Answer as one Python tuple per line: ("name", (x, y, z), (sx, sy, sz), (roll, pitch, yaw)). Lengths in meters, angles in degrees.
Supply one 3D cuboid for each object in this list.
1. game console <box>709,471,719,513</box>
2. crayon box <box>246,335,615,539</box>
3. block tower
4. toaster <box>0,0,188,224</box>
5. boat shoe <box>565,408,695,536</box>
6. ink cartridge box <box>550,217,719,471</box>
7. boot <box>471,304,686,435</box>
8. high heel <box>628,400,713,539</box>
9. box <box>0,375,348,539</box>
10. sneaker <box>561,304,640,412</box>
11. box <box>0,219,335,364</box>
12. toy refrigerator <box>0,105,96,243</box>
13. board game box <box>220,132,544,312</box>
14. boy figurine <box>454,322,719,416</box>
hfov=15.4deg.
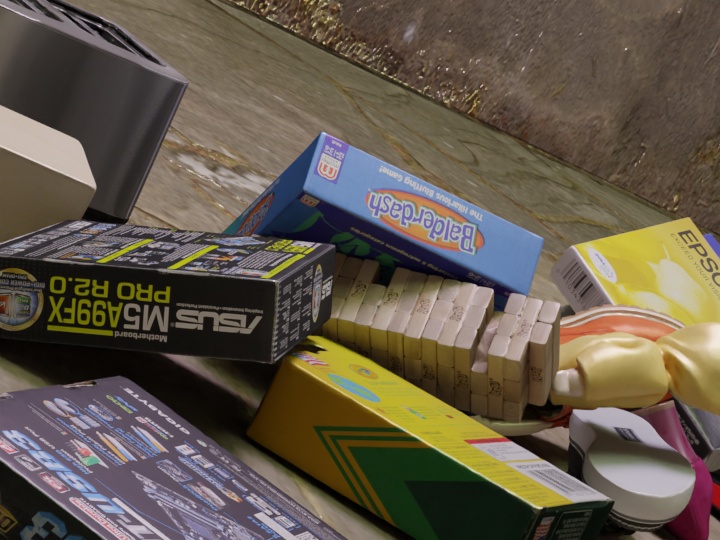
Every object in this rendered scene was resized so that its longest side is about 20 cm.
("game console", (0.345, 0.206, 1.911), (0.199, 0.031, 0.177), (22, 6, -38))
("crayon box", (0.026, 0.100, 1.446), (0.199, 0.051, 0.127), (30, 9, 22))
("block tower", (0.014, 0.033, 1.553), (0.199, 0.058, 0.054), (11, 45, 14))
("toaster", (-0.229, -0.119, 1.722), (0.180, 0.119, 0.200), (21, 11, -34))
("boat shoe", (0.162, 0.133, 1.645), (0.068, 0.057, 0.200), (9, 10, -3))
("ink cartridge box", (0.272, 0.050, 2.063), (0.199, 0.047, 0.198), (-16, 61, -40))
("boot", (0.145, 0.075, 1.781), (0.199, 0.076, 0.107), (-2, 20, -15))
("high heel", (0.198, 0.143, 1.813), (0.067, 0.097, 0.200), (-16, -5, 1))
("box", (-0.063, 0.118, 1.035), (0.199, 0.050, 0.198), (35, 11, 12))
("sneaker", (0.228, 0.092, 2.101), (0.200, 0.071, 0.080), (32, -3, -9))
("box", (-0.105, 0.009, 1.417), (0.159, 0.045, 0.200), (6, 7, 7))
("toy refrigerator", (-0.258, -0.070, 1.526), (0.199, 0.070, 0.076), (23, 17, -24))
("board game box", (0.000, 0.000, 1.626), (0.151, 0.045, 0.200), (25, -26, -13))
("boy figurine", (0.143, 0.070, 1.623), (0.198, 0.065, 0.124), (-4, -5, 0))
